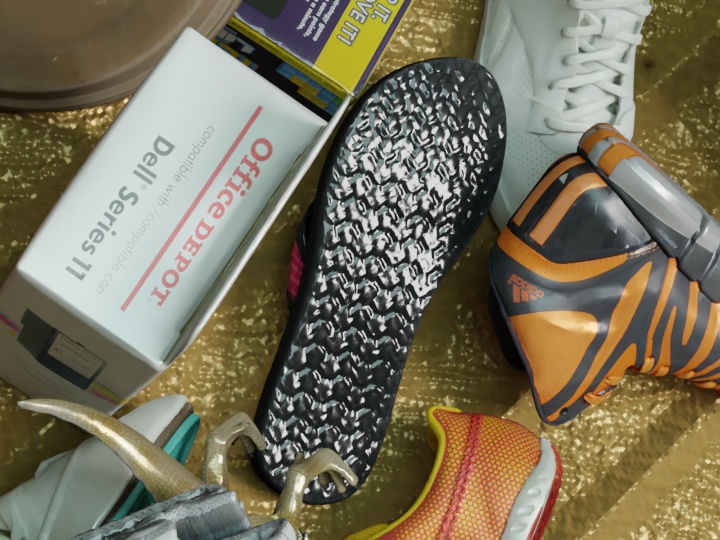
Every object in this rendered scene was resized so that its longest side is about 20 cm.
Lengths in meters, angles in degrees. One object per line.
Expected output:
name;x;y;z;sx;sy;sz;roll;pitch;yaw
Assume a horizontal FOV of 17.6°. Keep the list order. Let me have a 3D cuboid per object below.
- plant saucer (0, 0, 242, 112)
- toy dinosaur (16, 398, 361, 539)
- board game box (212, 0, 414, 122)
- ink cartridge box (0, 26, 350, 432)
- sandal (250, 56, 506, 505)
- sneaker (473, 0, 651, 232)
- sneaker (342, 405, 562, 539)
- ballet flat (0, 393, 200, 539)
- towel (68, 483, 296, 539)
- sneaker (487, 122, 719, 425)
plant saucer;-0.134;-0.155;0.923;0.200;0.029;0.200;1;113;2
toy dinosaur;-0.051;0.103;0.896;0.101;0.058;0.200;-52;132;-40
board game box;-0.032;-0.189;1.011;0.165;0.057;0.200;33;70;-10
ink cartridge box;-0.081;-0.015;0.879;0.067;0.200;0.117;35;70;-7
sandal;0.000;0.000;0.985;0.075;0.045;0.200;23;88;-21
sneaker;0.097;-0.105;1.001;0.074;0.116;0.200;1;80;-19
sneaker;0.018;0.152;0.954;0.077;0.073;0.200;19;67;10
ballet flat;-0.130;0.128;0.910;0.069;0.069;0.200;28;72;-10
towel;-0.100;0.182;0.829;0.200;0.086;0.166;-21;101;-9
sneaker;0.128;0.030;1.008;0.200;0.078;0.112;39;99;-26
